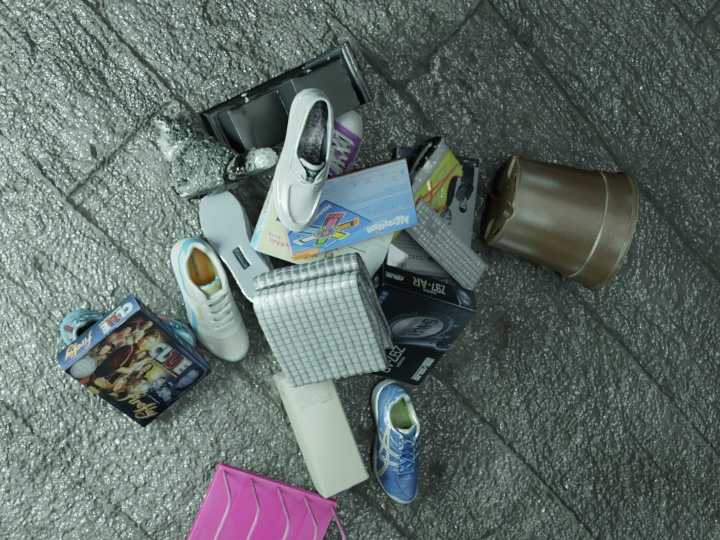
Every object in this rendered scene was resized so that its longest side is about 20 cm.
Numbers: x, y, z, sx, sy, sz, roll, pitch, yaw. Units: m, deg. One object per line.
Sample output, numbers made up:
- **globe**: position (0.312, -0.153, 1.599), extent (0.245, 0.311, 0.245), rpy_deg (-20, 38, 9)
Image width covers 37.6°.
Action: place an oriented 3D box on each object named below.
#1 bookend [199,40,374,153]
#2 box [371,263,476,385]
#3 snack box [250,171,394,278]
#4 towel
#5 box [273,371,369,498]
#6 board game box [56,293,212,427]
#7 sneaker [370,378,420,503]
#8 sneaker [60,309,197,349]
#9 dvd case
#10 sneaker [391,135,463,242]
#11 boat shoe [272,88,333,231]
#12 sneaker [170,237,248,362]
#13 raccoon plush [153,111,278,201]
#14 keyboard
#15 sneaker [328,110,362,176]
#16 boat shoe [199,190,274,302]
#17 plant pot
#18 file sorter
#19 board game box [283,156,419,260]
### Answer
- **bookend**: position (-0.113, -0.241, 1.557), extent (0.199, 0.199, 0.093), rpy_deg (-29, 101, -16)
- **box**: position (0.063, 0.088, 1.632), extent (0.159, 0.200, 0.044), rpy_deg (17, 43, -19)
- **snack box**: position (-0.052, -0.058, 1.572), extent (0.199, 0.037, 0.117), rpy_deg (18, 98, -21)
- **towel**: position (-0.051, 0.069, 1.531), extent (0.164, 0.086, 0.201), rpy_deg (-13, 134, 10)
- **box**: position (-0.062, 0.243, 1.647), extent (0.082, 0.068, 0.202), rpy_deg (-21, 97, -16)
- **board game box**: position (-0.316, 0.132, 1.502), extent (0.135, 0.035, 0.200), rpy_deg (-40, 141, -1)
- **sneaker**: position (0.058, 0.276, 1.684), extent (0.075, 0.077, 0.202), rpy_deg (-12, 96, -20)
- **sneaker**: position (-0.333, 0.105, 1.539), extent (0.198, 0.095, 0.080), rpy_deg (6, 89, -19)
- **dvd case**: position (0.115, -0.092, 1.728), extent (0.149, 0.025, 0.202), rpy_deg (7, 89, -19)
- **sneaker**: position (0.095, -0.110, 1.671), extent (0.090, 0.078, 0.201), rpy_deg (40, 83, -26)
- **boat shoe**: position (-0.072, -0.148, 1.464), extent (0.071, 0.069, 0.202), rpy_deg (11, 103, -20)
- **sneaker**: position (-0.224, 0.047, 1.584), extent (0.076, 0.081, 0.201), rpy_deg (-28, 100, -18)
- **raccoon plush**: position (-0.210, -0.188, 1.543), extent (0.199, 0.097, 0.135), rpy_deg (-17, 87, 22)
- **keyboard**: position (0.137, -0.037, 1.683), extent (0.056, 0.011, 0.200), rpy_deg (-54, 130, -8)
- **sneaker**: position (-0.041, -0.163, 1.628), extent (0.072, 0.114, 0.202), rpy_deg (28, 80, -15)
- **boat shoe**: position (-0.178, -0.034, 1.606), extent (0.071, 0.070, 0.201), rpy_deg (-33, 76, 3)
- **plant pot**: position (0.314, -0.088, 1.718), extent (0.197, 0.200, 0.202), rpy_deg (14, 86, -11)
- **file sorter**: position (-0.138, 0.402, 1.578), extent (0.199, 0.125, 0.140), rpy_deg (22, 98, -18)
- **board game box**: position (-0.017, -0.091, 1.544), extent (0.198, 0.019, 0.104), rpy_deg (-16, 105, -14)
